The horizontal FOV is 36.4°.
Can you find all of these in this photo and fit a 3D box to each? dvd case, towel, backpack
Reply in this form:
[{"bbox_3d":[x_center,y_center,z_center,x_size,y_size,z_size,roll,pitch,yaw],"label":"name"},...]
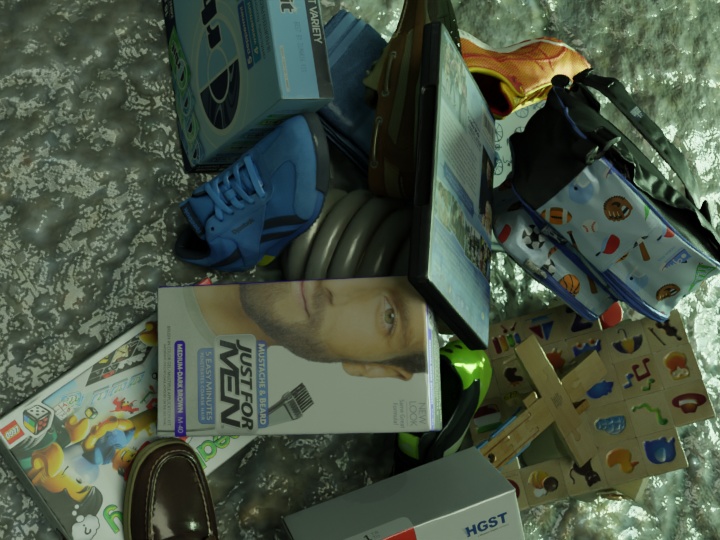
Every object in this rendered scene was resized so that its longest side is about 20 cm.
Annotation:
[{"bbox_3d":[0.070,-0.059,0.799,0.143,0.017,0.201,45,45,-57],"label":"dvd case"},{"bbox_3d":[0.026,-0.127,0.950,0.200,0.049,0.112,42,57,-8],"label":"towel"},{"bbox_3d":[0.204,-0.045,0.905,0.190,0.154,0.200,35,26,-9],"label":"backpack"}]

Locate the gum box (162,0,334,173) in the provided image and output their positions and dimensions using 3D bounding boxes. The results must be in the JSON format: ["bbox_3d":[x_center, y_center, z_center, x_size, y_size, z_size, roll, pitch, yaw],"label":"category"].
[{"bbox_3d":[-0.093,-0.181,0.830,0.044,0.200,0.171,-6,83,-28],"label":"gum box"}]

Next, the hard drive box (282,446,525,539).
[{"bbox_3d":[0.046,0.253,0.795,0.155,0.077,0.201,-19,109,-12],"label":"hard drive box"}]

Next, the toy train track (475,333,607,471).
[{"bbox_3d":[0.121,0.129,0.879,0.200,0.032,0.115,-35,101,-27],"label":"toy train track"}]

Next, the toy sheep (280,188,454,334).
[{"bbox_3d":[0.000,0.000,0.879,0.199,0.138,0.138,21,67,16],"label":"toy sheep"}]

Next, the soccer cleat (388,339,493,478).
[{"bbox_3d":[0.050,0.151,0.885,0.081,0.067,0.201,1,107,-57],"label":"soccer cleat"}]

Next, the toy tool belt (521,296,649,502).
[{"bbox_3d":[0.230,0.108,0.986,0.124,0.123,0.201,21,72,-22],"label":"toy tool belt"}]

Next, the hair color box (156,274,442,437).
[{"bbox_3d":[-0.044,0.063,0.787,0.199,0.065,0.110,-3,82,10],"label":"hair color box"}]

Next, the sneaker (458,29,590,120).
[{"bbox_3d":[0.131,-0.164,0.976,0.199,0.073,0.077,-6,60,-34],"label":"sneaker"}]

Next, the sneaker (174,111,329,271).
[{"bbox_3d":[-0.085,-0.050,0.811,0.078,0.200,0.066,-5,70,-28],"label":"sneaker"}]

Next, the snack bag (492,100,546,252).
[{"bbox_3d":[0.102,-0.114,1.020,0.199,0.021,0.190,6,78,-26],"label":"snack bag"}]

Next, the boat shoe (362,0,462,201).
[{"bbox_3d":[0.036,-0.147,0.864,0.076,0.073,0.201,50,40,-58],"label":"boat shoe"}]

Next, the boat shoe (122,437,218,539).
[{"bbox_3d":[-0.123,0.223,0.789,0.072,0.072,0.201,-5,96,-36],"label":"boat shoe"}]

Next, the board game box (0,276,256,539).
[{"bbox_3d":[-0.163,0.112,0.834,0.200,0.035,0.127,-37,99,-28],"label":"board game box"}]

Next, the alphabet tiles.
[{"bbox_3d":[0.187,0.104,0.930,0.199,0.008,0.168,-17,61,9],"label":"alphabet tiles"}]
